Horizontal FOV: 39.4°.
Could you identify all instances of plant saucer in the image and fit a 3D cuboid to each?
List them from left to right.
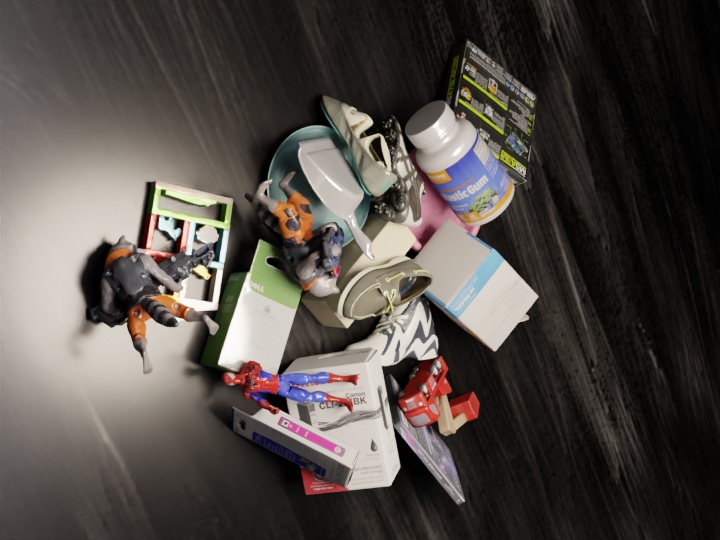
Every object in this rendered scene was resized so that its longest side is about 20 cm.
[{"bbox_3d":[-0.070,-0.130,1.617,0.198,0.027,0.203,-1,92,-35],"label":"plant saucer"},{"bbox_3d":[0.127,-0.121,1.742,0.199,0.051,0.203,0,90,-36],"label":"plant saucer"}]

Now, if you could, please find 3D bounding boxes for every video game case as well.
[{"bbox_3d":[0.106,0.283,1.690,0.019,0.143,0.201,-32,115,10],"label":"video game case"}]

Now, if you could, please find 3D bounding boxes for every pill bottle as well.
[{"bbox_3d":[0.160,-0.179,1.661,0.200,0.112,0.112,48,65,-29],"label":"pill bottle"}]

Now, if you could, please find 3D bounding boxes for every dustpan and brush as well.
[{"bbox_3d":[-0.026,-0.107,1.551,0.200,0.057,0.139,51,22,5],"label":"dustpan and brush"}]

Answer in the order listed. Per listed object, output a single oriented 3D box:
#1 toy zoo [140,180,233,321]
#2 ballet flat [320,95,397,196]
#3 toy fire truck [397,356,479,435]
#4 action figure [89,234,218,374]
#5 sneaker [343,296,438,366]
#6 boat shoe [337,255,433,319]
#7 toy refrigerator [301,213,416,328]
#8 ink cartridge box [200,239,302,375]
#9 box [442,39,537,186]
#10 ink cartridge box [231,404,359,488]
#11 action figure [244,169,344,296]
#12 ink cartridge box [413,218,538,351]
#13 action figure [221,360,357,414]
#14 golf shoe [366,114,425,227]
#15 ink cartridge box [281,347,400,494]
[{"bbox_3d":[-0.262,-0.020,1.484,0.130,0.020,0.202,12,84,-35],"label":"toy zoo"},{"bbox_3d":[0.003,-0.210,1.591,0.067,0.063,0.201,19,41,-59],"label":"ballet flat"},{"bbox_3d":[0.135,0.226,1.698,0.142,0.048,0.200,62,26,-11],"label":"toy fire truck"},{"bbox_3d":[-0.277,0.021,1.380,0.199,0.194,0.105,-38,155,-14],"label":"action figure"},{"bbox_3d":[0.050,0.088,1.673,0.197,0.079,0.131,-3,91,-35],"label":"sneaker"},{"bbox_3d":[0.041,0.032,1.571,0.201,0.060,0.073,-27,135,-49],"label":"boat shoe"},{"bbox_3d":[0.000,0.000,1.639,0.070,0.076,0.201,50,64,-25],"label":"toy refrigerator"},{"bbox_3d":[-0.159,0.065,1.534,0.103,0.059,0.202,26,73,-32],"label":"ink cartridge box"},{"bbox_3d":[0.229,-0.278,1.789,0.199,0.047,0.195,29,61,-32],"label":"box"},{"bbox_3d":[-0.099,0.255,1.501,0.198,0.095,0.037,24,60,6],"label":"ink cartridge box"},{"bbox_3d":[-0.086,-0.050,1.524,0.104,0.200,0.195,-24,94,9],"label":"action figure"},{"bbox_3d":[0.194,0.033,1.708,0.126,0.128,0.200,-50,133,-1],"label":"ink cartridge box"},{"bbox_3d":[-0.103,0.173,1.453,0.198,0.099,0.066,8,99,-7],"label":"action figure"},{"bbox_3d":[0.058,-0.157,1.640,0.094,0.077,0.202,28,49,-44],"label":"golf shoe"},{"bbox_3d":[-0.030,0.235,1.571,0.084,0.143,0.202,-37,117,-74],"label":"ink cartridge box"}]
